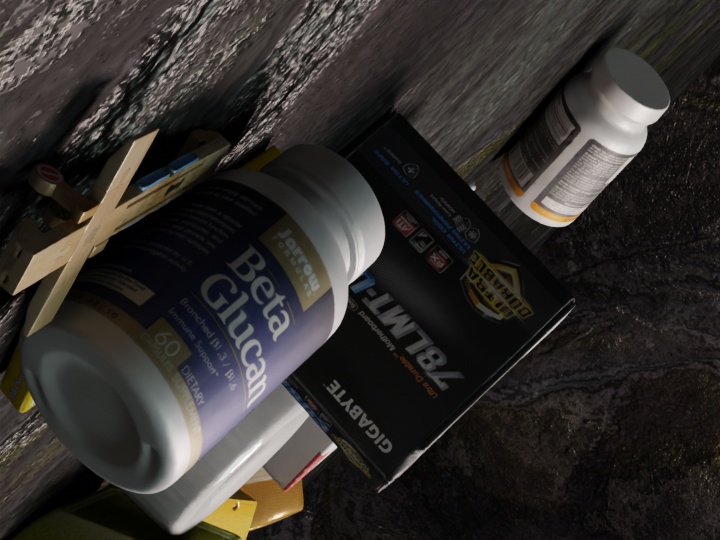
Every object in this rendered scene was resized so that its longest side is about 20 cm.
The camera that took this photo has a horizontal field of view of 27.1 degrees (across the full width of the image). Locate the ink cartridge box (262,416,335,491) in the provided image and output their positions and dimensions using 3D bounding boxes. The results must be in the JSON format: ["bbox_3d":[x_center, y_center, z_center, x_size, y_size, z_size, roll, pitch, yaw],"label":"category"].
[{"bbox_3d":[-0.018,0.126,1.596,0.147,0.083,0.200,-48,172,36],"label":"ink cartridge box"}]

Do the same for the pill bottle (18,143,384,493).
[{"bbox_3d":[-0.076,0.016,0.799,0.200,0.111,0.111,-42,173,-37],"label":"pill bottle"}]

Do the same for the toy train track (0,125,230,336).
[{"bbox_3d":[-0.118,-0.038,0.708,0.115,0.032,0.200,-56,174,26],"label":"toy train track"}]

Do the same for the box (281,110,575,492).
[{"bbox_3d":[0.020,0.019,1.084,0.198,0.200,0.050,-40,172,-20],"label":"box"}]

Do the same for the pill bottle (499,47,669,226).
[{"bbox_3d":[0.257,-0.153,1.718,0.116,0.117,0.200,-34,168,-51],"label":"pill bottle"}]

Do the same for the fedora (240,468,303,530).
[{"bbox_3d":[-0.132,0.265,1.772,0.198,0.083,0.201,-12,169,-2],"label":"fedora"}]

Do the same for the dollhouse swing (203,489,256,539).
[{"bbox_3d":[-0.230,0.307,1.586,0.181,0.174,0.202,19,91,-54],"label":"dollhouse swing"}]

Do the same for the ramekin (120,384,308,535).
[{"bbox_3d":[-0.133,0.143,1.334,0.200,0.098,0.201,-43,173,-7],"label":"ramekin"}]

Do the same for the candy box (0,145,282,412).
[{"bbox_3d":[-0.124,0.003,0.891,0.200,0.026,0.103,-38,166,-42],"label":"candy box"}]

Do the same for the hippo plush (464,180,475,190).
[{"bbox_3d":[0.030,0.012,1.207,0.161,0.198,0.160,111,4,-56],"label":"hippo plush"}]

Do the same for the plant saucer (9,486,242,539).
[{"bbox_3d":[-0.195,0.250,1.354,0.200,0.198,0.048,0,110,-79],"label":"plant saucer"}]
